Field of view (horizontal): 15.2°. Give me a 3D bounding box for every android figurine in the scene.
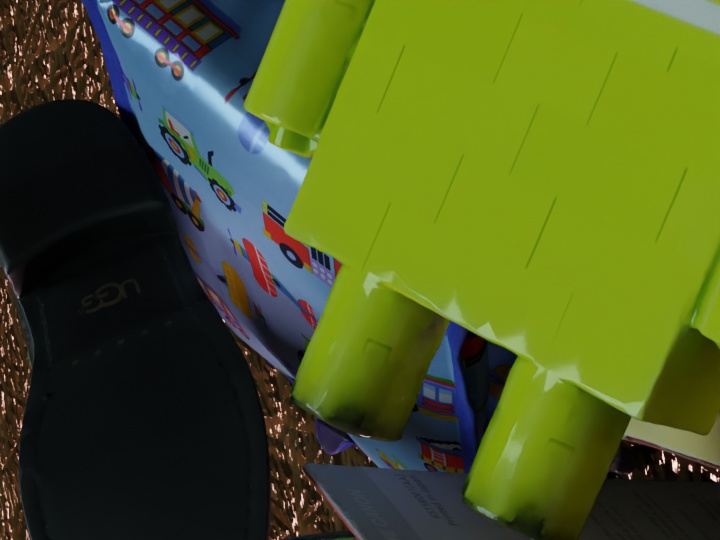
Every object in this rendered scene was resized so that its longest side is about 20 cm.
[{"bbox_3d":[0.052,-0.043,0.638,0.182,0.041,0.200,30,101,39],"label":"android figurine"}]

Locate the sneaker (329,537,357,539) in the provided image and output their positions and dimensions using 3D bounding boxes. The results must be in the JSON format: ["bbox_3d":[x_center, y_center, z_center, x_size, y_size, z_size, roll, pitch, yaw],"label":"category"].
[{"bbox_3d":[0.026,0.148,0.761,0.200,0.084,0.077,41,147,37],"label":"sneaker"}]

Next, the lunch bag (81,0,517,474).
[{"bbox_3d":[0.000,0.000,0.809,0.151,0.094,0.200,41,151,23],"label":"lunch bag"}]

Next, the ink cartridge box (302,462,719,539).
[{"bbox_3d":[0.093,0.117,0.704,0.200,0.174,0.044,47,127,55],"label":"ink cartridge box"}]

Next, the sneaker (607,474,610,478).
[{"bbox_3d":[0.045,0.111,0.936,0.077,0.089,0.200,111,144,-51],"label":"sneaker"}]

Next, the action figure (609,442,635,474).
[{"bbox_3d":[0.059,-0.016,0.880,0.200,0.105,0.194,5,111,53],"label":"action figure"}]

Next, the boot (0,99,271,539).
[{"bbox_3d":[-0.057,0.059,0.822,0.174,0.069,0.200,75,180,-58],"label":"boot"}]

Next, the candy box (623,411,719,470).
[{"bbox_3d":[0.123,-0.046,0.668,0.115,0.055,0.200,-166,84,-67],"label":"candy box"}]

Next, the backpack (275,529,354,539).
[{"bbox_3d":[-0.054,0.203,1.068,0.183,0.200,0.147,106,148,-47],"label":"backpack"}]
